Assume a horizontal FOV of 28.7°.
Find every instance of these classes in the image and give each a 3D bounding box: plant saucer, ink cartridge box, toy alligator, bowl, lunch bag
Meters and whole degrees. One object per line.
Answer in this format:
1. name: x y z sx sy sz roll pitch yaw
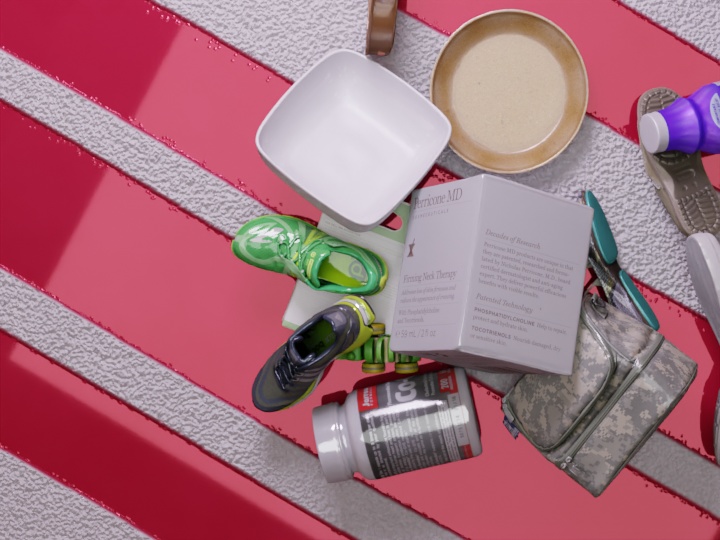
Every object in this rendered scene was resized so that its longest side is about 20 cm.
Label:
1. plant saucer: 0.185 -0.222 1.756 0.197 0.035 0.204 0 92 5
2. ink cartridge box: 0.000 0.000 1.773 0.144 0.048 0.203 20 93 3
3. toy alligator: 0.008 0.097 1.730 0.197 0.054 0.060 -1 94 5
4. bowl: -0.010 -0.152 1.724 0.199 0.075 0.200 37 68 11
5. lunch bag: 0.282 0.147 1.698 0.167 0.139 0.201 40 119 12

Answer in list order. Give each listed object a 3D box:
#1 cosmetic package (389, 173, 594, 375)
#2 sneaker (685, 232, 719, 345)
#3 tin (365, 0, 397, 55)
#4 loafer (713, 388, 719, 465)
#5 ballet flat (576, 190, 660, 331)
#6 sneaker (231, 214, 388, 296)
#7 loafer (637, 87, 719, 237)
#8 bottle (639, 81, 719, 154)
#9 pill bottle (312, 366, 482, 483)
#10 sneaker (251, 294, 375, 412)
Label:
1. cosmetic package: 0.153 0.011 1.660 0.164 0.167 0.203 13 80 -27
2. sneaker: 0.472 0.030 1.679 0.114 0.074 0.202 -25 96 -5
3. tin: 0.029 -0.365 1.726 0.041 0.112 0.203 4 94 -5
4. loafer: 0.479 0.145 1.732 0.069 0.070 0.203 12 93 12
5. ballet flat: 0.298 0.002 1.744 0.071 0.072 0.202 -27 89 5
6. sneaker: -0.062 -0.019 1.713 0.197 0.084 0.075 14 95 5
7. loafer: 0.385 -0.126 1.731 0.075 0.068 0.203 -12 75 -7
8. bottle: 0.432 -0.183 1.681 0.197 0.065 0.085 -13 81 -15
9. pill bottle: 0.045 0.195 1.745 0.197 0.114 0.116 -13 91 4
10. sneaker: -0.072 0.102 1.700 0.200 0.081 0.074 -46 72 26
